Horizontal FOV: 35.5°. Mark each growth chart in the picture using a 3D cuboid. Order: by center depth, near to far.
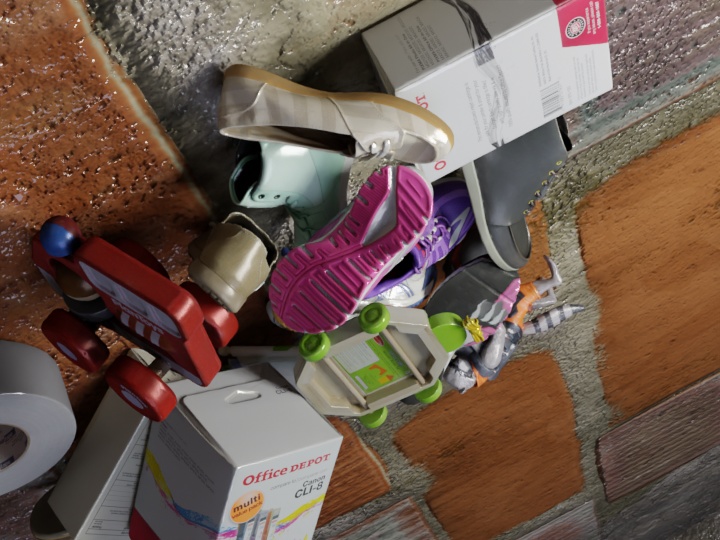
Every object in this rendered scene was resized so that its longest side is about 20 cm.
[{"bbox_3d":[-0.091,0.129,1.303,0.143,0.018,0.201,1,152,13],"label":"growth chart"}]

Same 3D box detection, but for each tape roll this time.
[{"bbox_3d":[-0.388,0.155,1.117,0.198,0.067,0.201,-20,147,-13],"label":"tape roll"}]

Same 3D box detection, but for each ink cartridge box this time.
[{"bbox_3d":[0.113,-0.184,0.994,0.198,0.084,0.146,-27,149,0],"label":"ink cartridge box"},{"bbox_3d":[-0.133,0.225,1.178,0.144,0.144,0.202,-10,126,-42],"label":"ink cartridge box"}]

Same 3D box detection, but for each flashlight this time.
[{"bbox_3d":[0.154,-0.051,1.237,0.067,0.068,0.201,-13,147,-32],"label":"flashlight"}]

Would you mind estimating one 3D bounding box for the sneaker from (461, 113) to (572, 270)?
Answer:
[{"bbox_3d":[0.166,-0.082,1.117,0.105,0.075,0.201,-8,132,19],"label":"sneaker"}]

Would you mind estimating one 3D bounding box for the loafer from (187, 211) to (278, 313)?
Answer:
[{"bbox_3d":[-0.109,-0.012,1.006,0.067,0.200,0.076,-44,104,2],"label":"loafer"}]

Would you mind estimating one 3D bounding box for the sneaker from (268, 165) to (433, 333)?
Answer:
[{"bbox_3d":[0.000,-0.019,1.009,0.200,0.082,0.088,-41,177,25],"label":"sneaker"}]

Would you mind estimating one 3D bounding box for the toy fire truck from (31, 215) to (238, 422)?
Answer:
[{"bbox_3d":[-0.203,0.022,0.957,0.112,0.199,0.169,-50,156,-23],"label":"toy fire truck"}]

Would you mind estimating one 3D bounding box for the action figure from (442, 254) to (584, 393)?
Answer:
[{"bbox_3d":[0.174,0.073,1.359,0.193,0.105,0.200,-44,178,-5],"label":"action figure"}]

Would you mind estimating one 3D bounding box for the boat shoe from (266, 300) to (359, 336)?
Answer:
[{"bbox_3d":[-0.015,0.069,1.261,0.201,0.087,0.075,13,131,-48],"label":"boat shoe"}]

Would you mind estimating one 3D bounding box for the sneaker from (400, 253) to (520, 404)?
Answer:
[{"bbox_3d":[0.095,0.050,1.243,0.080,0.087,0.200,39,114,-11],"label":"sneaker"}]

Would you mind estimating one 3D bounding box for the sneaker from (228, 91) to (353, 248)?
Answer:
[{"bbox_3d":[-0.071,-0.066,1.029,0.117,0.074,0.202,-19,139,-26],"label":"sneaker"}]

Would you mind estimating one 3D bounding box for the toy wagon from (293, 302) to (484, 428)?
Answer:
[{"bbox_3d":[0.033,0.089,1.171,0.198,0.040,0.155,-25,137,11],"label":"toy wagon"}]

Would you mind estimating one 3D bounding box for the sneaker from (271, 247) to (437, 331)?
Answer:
[{"bbox_3d":[0.000,0.000,1.178,0.198,0.075,0.089,-15,118,-32],"label":"sneaker"}]

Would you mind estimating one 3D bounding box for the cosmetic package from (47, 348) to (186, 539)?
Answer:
[{"bbox_3d":[-0.241,0.192,1.218,0.103,0.073,0.201,20,105,-50],"label":"cosmetic package"}]

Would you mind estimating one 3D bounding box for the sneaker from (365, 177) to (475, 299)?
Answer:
[{"bbox_3d":[0.055,-0.023,1.133,0.199,0.083,0.081,-38,110,-26],"label":"sneaker"}]

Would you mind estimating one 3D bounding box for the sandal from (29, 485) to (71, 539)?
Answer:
[{"bbox_3d":[-0.299,0.243,1.312,0.198,0.081,0.054,-27,134,-4],"label":"sandal"}]

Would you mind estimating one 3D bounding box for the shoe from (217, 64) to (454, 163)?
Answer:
[{"bbox_3d":[-0.022,-0.115,0.925,0.197,0.054,0.070,14,158,-1],"label":"shoe"}]
